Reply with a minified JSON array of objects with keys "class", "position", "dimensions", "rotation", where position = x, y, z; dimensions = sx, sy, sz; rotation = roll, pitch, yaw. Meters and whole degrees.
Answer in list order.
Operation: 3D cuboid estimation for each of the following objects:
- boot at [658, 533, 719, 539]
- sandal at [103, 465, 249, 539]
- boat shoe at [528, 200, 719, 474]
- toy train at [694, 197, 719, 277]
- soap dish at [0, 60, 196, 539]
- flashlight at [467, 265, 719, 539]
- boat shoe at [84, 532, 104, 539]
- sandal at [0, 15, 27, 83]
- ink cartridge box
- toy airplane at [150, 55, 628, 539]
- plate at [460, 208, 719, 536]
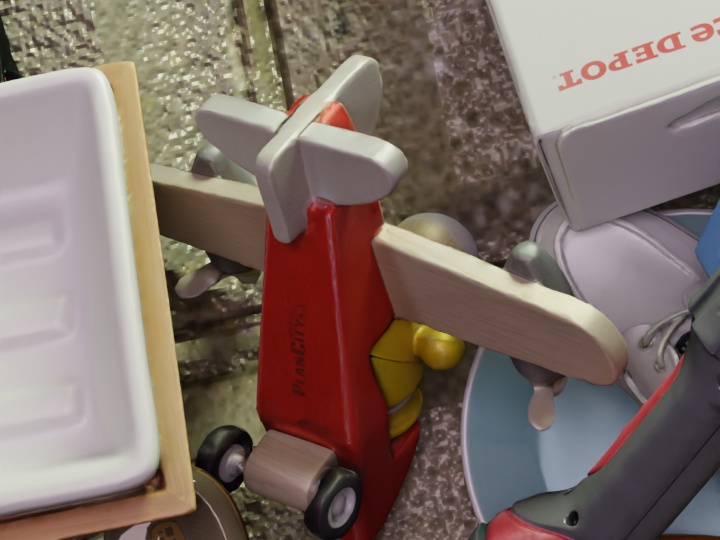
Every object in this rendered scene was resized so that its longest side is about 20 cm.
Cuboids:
[{"class":"boot","position":[0.173,0.142,0.868],"dimensions":[0.201,0.144,0.071],"rotation":[15,81,14]},{"class":"sandal","position":[-0.061,0.175,0.907],"dimensions":[0.080,0.054,0.200],"rotation":[-21,80,7]},{"class":"boat shoe","position":[0.149,0.036,0.933],"dimensions":[0.200,0.067,0.074],"rotation":[43,88,15]},{"class":"toy train","position":[0.241,-0.018,0.909],"dimensions":[0.200,0.114,0.087],"rotation":[4,40,-25]},{"class":"soap dish","position":[-0.152,0.024,0.915],"dimensions":[0.157,0.081,0.200],"rotation":[-12,68,5]},{"class":"flashlight","position":[0.112,0.071,0.870],"dimensions":[0.068,0.068,0.200],"rotation":[45,116,21]},{"class":"boat shoe","position":[-0.164,0.180,0.984],"dimensions":[0.200,0.072,0.065],"rotation":[-25,74,-2]},{"class":"sandal","position":[-0.149,-0.058,1.029],"dimensions":[0.045,0.075,0.200],"rotation":[-13,74,-5]},{"class":"ink cartridge box","position":[0.125,-0.134,0.960],"dimensions":[0.144,0.085,0.200],"rotation":[-19,56,6]},{"class":"toy airplane","position":[0.000,0.000,0.948],"dimensions":[0.199,0.141,0.200],"rotation":[-39,83,43]},{"class":"plate","position":[0.144,0.073,0.974],"dimensions":[0.200,0.026,0.200],"rotation":[-2,78,10]}]
